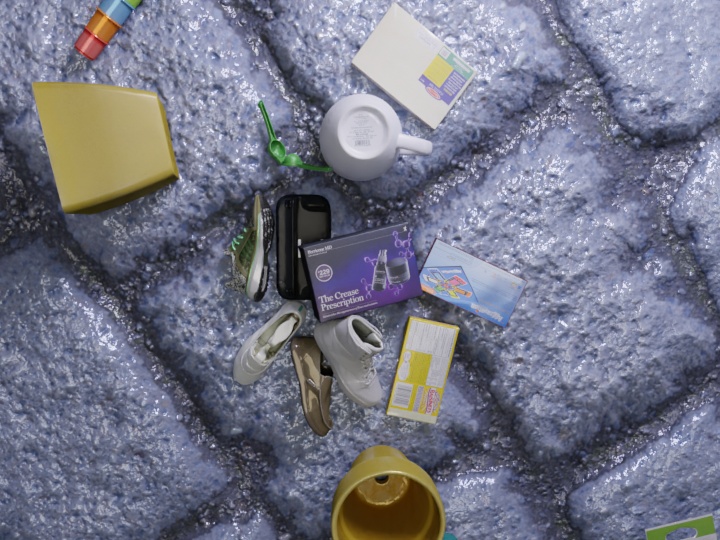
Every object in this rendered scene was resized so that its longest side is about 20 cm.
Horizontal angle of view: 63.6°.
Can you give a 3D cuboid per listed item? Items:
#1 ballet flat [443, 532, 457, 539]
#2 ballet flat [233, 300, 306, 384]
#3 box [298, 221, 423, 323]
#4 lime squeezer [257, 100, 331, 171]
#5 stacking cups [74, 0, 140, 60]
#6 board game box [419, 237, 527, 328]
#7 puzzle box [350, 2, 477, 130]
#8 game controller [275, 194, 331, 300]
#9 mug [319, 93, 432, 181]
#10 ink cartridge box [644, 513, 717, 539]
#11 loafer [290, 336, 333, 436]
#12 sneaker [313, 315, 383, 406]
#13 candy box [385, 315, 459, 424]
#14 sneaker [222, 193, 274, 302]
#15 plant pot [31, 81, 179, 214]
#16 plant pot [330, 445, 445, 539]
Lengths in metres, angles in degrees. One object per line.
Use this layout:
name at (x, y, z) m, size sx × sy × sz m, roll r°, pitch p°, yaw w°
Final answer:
ballet flat at (0.098, 0.552, 1.167) m, size 0.199 × 0.071 × 0.066 m, roll 15°, pitch 111°, yaw -1°
ballet flat at (-0.177, 0.141, 1.101) m, size 0.069 × 0.069 × 0.200 m, roll 40°, pitch 94°, yaw -7°
box at (0.000, 0.000, 1.069) m, size 0.199 × 0.079 × 0.142 m, roll -15°, pitch 96°, yaw -11°
lime squeezer at (-0.128, -0.220, 1.055) m, size 0.200 × 0.038 × 0.071 m, roll 46°, pitch 115°, yaw 18°
stacking cups at (-0.433, -0.464, 1.022) m, size 0.060 × 0.061 × 0.200 m, roll 42°, pitch 97°, yaw -7°
board game box at (0.214, 0.025, 1.127) m, size 0.199 × 0.019 × 0.104 m, roll 25°, pitch 94°, yaw -5°
puzzle box at (0.099, -0.372, 1.070) m, size 0.200 × 0.025 × 0.133 m, roll 38°, pitch 94°, yaw -7°
game controller at (-0.107, -0.043, 1.100) m, size 0.104 × 0.042 × 0.202 m, roll -1°, pitch 98°, yaw -17°
mug at (0.027, -0.227, 1.009) m, size 0.198 × 0.175 × 0.149 m, roll 9°, pitch 97°, yaw -4°
ink cartridge box at (0.650, 0.589, 1.190) m, size 0.147 × 0.076 × 0.201 m, roll -12°, pitch 96°, yaw 0°
loafer at (-0.081, 0.220, 1.110) m, size 0.067 × 0.076 × 0.201 m, roll -14°, pitch 98°, yaw 6°
sneaker at (0.005, 0.171, 1.078) m, size 0.115 × 0.074 × 0.201 m, roll -17°, pitch 113°, yaw 44°
candy box at (0.121, 0.196, 1.141) m, size 0.101 × 0.026 × 0.201 m, roll 12°, pitch 97°, yaw -7°
sneaker at (-0.214, -0.044, 1.077) m, size 0.088 × 0.077 × 0.202 m, roll 8°, pitch 95°, yaw 5°
plant pot at (-0.415, -0.211, 0.993) m, size 0.175 × 0.200 × 0.202 m, roll -12°, pitch 98°, yaw -13°
plant pot at (0.044, 0.425, 1.084) m, size 0.199 × 0.189 × 0.202 m, roll 0°, pitch 98°, yaw -3°
